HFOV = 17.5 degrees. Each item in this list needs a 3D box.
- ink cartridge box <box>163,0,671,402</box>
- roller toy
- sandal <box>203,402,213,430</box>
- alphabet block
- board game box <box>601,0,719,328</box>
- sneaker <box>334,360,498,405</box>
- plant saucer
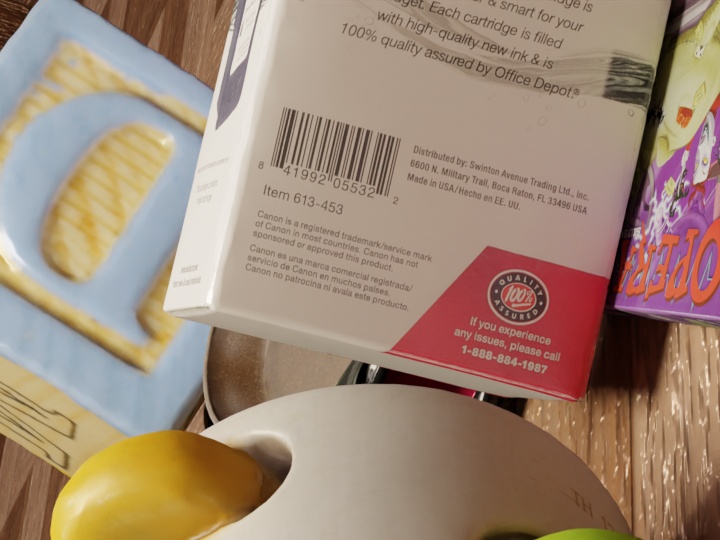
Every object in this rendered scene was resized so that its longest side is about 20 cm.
[{"bbox_3d":[0.025,-0.066,0.849,0.084,0.144,0.202,173,111,-74],"label":"ink cartridge box"},{"bbox_3d":[0.003,0.134,0.747,0.140,0.198,0.183,-93,3,-52],"label":"roller toy"},{"bbox_3d":[-0.066,0.096,1.315,0.080,0.054,0.202,-175,102,-75],"label":"sandal"},{"bbox_3d":[-0.153,-0.005,1.337,0.196,0.196,0.200,-56,0,-20],"label":"alphabet block"},{"bbox_3d":[0.114,-0.041,0.833,0.200,0.032,0.121,-176,97,-75],"label":"board game box"},{"bbox_3d":[0.005,0.082,0.980,0.084,0.076,0.201,-59,-8,-73],"label":"sneaker"},{"bbox_3d":[0.000,0.000,1.105,0.200,0.032,0.201,-38,32,29],"label":"plant saucer"}]
